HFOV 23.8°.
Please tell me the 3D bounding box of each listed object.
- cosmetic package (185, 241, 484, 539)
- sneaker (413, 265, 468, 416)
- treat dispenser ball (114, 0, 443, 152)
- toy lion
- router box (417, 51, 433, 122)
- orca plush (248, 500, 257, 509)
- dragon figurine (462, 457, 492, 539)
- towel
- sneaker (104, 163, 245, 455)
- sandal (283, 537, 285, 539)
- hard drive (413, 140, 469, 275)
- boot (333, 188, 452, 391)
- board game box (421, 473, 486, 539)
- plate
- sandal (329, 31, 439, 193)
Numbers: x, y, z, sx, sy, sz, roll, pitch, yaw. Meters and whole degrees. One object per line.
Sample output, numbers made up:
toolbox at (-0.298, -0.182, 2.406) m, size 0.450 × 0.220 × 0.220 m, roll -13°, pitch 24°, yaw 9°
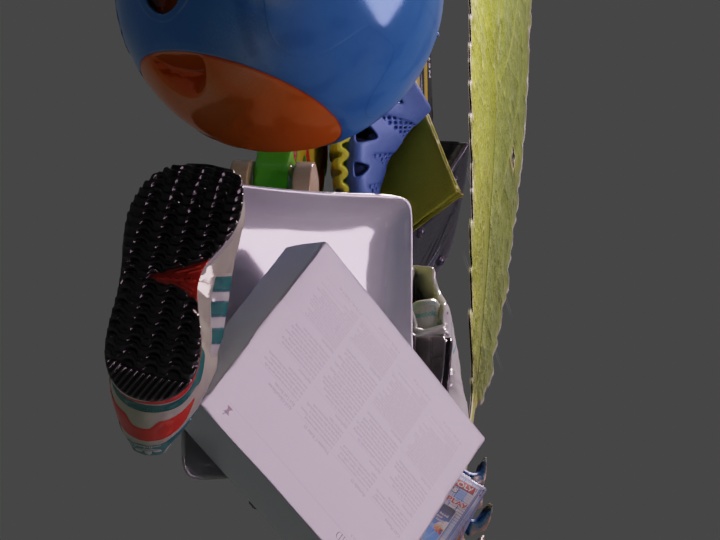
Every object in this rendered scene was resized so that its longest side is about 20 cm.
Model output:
cosmetic package at (-0.020, 0.104, 1.169) m, size 0.200 × 0.052 × 0.151 m, roll 52°, pitch 56°, yaw -23°
sneaker at (0.051, 0.073, 1.469) m, size 0.201 × 0.070 × 0.081 m, roll -105°, pitch -161°, yaw -51°
treat dispenser ball at (-0.049, -0.172, 1.039) m, size 0.201 × 0.200 × 0.202 m, roll -1°, pitch 90°, yaw -76°
toy lion at (-0.052, -0.104, 1.341) m, size 0.192 × 0.068 × 0.201 m, roll 73°, pitch 19°, yaw -70°
router box at (0.031, -0.162, 1.684) m, size 0.157 × 0.052 × 0.201 m, roll -12°, pitch 101°, yaw -75°
orca plush at (-0.058, 0.076, 1.254) m, size 0.105 × 0.071 × 0.201 m, roll 20°, pitch 70°, yaw -75°
dragon figurine at (0.056, 0.201, 1.421) m, size 0.201 × 0.099 × 0.059 m, roll -91°, pitch -175°, yaw -47°
towel at (0.022, -0.124, 1.445) m, size 0.018 × 0.086 × 0.201 m, roll 12°, pitch 49°, yaw -47°
sneaker at (-0.117, 0.024, 1.060) m, size 0.094 × 0.070 × 0.200 m, roll 100°, pitch -1°, yaw -48°
sandal at (-0.026, 0.197, 1.303) m, size 0.079 × 0.059 × 0.207 m, roll -69°, pitch 170°, yaw -54°
hard drive at (0.052, -0.030, 1.627) m, size 0.135 × 0.042 × 0.200 m, roll -57°, pitch 166°, yaw -26°
boot at (0.012, 0.044, 1.346) m, size 0.070 × 0.131 × 0.201 m, roll -67°, pitch 168°, yaw -86°
board game box at (0.017, 0.248, 1.300) m, size 0.200 × 0.061 × 0.200 m, roll -52°, pitch 165°, yaw -36°
plate at (-0.047, 0.043, 1.205) m, size 0.199 × 0.032 × 0.201 m, roll 2°, pitch 86°, yaw -38°
sandal at (0.017, -0.133, 1.393) m, size 0.079 × 0.087 × 0.201 m, roll -110°, pitch -156°, yaw -83°
